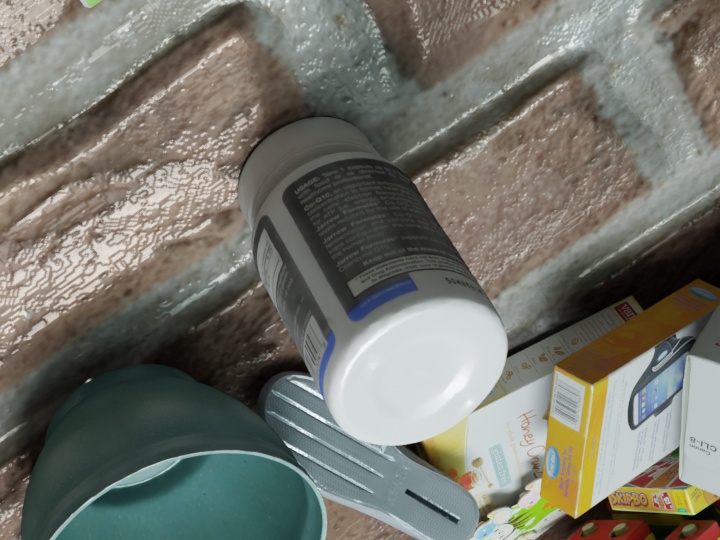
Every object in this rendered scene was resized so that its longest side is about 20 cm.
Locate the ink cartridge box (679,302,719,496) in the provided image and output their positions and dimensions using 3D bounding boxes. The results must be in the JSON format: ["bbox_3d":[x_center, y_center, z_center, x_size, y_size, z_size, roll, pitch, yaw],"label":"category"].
[{"bbox_3d":[0.341,0.071,1.271,0.200,0.145,0.145,-50,148,-35],"label":"ink cartridge box"}]

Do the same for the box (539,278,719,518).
[{"bbox_3d":[0.214,0.088,1.285,0.200,0.041,0.119,-27,132,-40],"label":"box"}]

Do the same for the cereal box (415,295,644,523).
[{"bbox_3d":[0.142,0.117,1.340,0.199,0.040,0.144,-26,136,-6],"label":"cereal box"}]

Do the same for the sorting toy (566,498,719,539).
[{"bbox_3d":[0.258,0.215,1.375,0.199,0.200,0.070,-34,102,-32],"label":"sorting toy"}]

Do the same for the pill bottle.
[{"bbox_3d":[0.000,0.000,1.048,0.113,0.200,0.114,-14,133,-15],"label":"pill bottle"}]

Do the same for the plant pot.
[{"bbox_3d":[-0.138,0.149,1.150,0.200,0.134,0.201,-14,133,-16],"label":"plant pot"}]

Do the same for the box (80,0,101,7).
[{"bbox_3d":[-0.103,-0.247,0.896,0.200,0.036,0.144,-35,136,1],"label":"box"}]

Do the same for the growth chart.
[{"bbox_3d":[0.123,0.213,1.390,0.200,0.018,0.145,-41,154,20],"label":"growth chart"}]

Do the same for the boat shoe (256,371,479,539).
[{"bbox_3d":[-0.005,0.143,1.260,0.200,0.067,0.074,41,75,-21],"label":"boat shoe"}]

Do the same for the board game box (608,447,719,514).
[{"bbox_3d":[0.298,0.141,1.380,0.200,0.095,0.030,-22,98,-32],"label":"board game box"}]
